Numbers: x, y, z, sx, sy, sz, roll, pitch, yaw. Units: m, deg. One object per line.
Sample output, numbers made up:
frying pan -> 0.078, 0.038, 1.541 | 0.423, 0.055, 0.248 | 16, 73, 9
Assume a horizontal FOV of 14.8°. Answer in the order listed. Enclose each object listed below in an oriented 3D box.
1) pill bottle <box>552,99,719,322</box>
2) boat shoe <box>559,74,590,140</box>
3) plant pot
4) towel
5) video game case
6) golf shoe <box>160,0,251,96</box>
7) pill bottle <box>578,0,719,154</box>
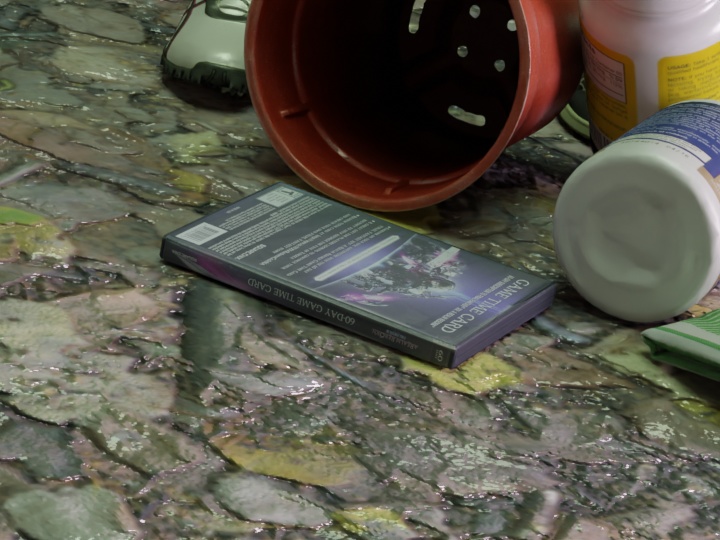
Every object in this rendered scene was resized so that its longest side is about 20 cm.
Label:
pill bottle -> 0.206, -0.046, 1.751 | 0.111, 0.111, 0.200 | 19, 23, 20
boat shoe -> 0.181, -0.147, 2.050 | 0.072, 0.066, 0.201 | 6, 22, -14
plant pot -> 0.053, -0.151, 1.853 | 0.200, 0.201, 0.195 | 19, 15, 20
towel -> 0.284, 0.024, 1.630 | 0.200, 0.023, 0.152 | -21, 18, -25
video game case -> 0.000, 0.000, 1.664 | 0.200, 0.019, 0.143 | 21, 24, 22
golf shoe -> -0.097, -0.186, 1.987 | 0.077, 0.088, 0.200 | 11, 23, -4
pill bottle -> 0.206, -0.154, 1.867 | 0.114, 0.200, 0.114 | -4, 48, 5
